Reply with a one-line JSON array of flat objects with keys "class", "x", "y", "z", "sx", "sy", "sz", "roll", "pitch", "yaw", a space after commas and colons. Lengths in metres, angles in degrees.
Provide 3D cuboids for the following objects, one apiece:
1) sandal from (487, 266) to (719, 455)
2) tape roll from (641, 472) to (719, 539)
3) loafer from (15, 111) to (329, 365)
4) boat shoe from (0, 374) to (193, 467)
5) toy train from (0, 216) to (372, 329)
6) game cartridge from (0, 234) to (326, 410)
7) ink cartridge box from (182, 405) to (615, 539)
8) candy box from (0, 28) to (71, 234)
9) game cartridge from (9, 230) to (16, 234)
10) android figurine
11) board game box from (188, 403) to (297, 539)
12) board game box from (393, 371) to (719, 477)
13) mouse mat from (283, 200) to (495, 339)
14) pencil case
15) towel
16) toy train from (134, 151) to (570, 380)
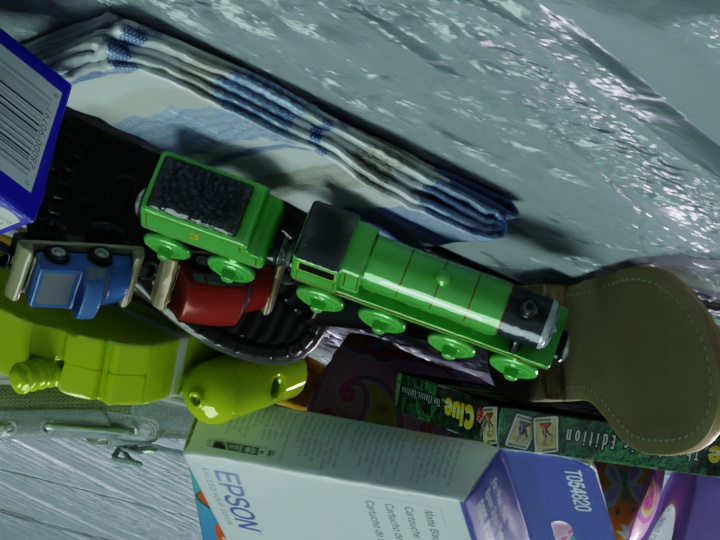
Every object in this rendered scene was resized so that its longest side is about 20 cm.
[{"class": "sandal", "x": 0.132, "y": 0.037, "z": 1.283, "sx": 0.069, "sy": 0.078, "sz": 0.212, "roll": 3, "pitch": -178, "yaw": -24}, {"class": "tape roll", "x": 0.175, "y": 0.199, "z": 1.577, "sx": 0.065, "sy": 0.201, "sz": 0.200, "roll": 20, "pitch": 168, "yaw": -1}, {"class": "loafer", "x": -0.100, "y": -0.024, "z": 1.363, "sx": 0.200, "sy": 0.073, "sz": 0.071, "roll": 32, "pitch": 175, "yaw": -17}, {"class": "boat shoe", "x": -0.154, "y": 0.064, "z": 1.475, "sx": 0.201, "sy": 0.065, "sz": 0.074, "roll": 7, "pitch": -162, "yaw": -29}, {"class": "toy train", "x": -0.067, "y": 0.005, "z": 1.309, "sx": 0.199, "sy": 0.046, "sz": 0.034, "roll": 4, "pitch": 130, "yaw": -22}, {"class": "game cartridge", "x": -0.108, "y": 0.031, "z": 1.638, "sx": 0.176, "sy": 0.033, "sz": 0.200, "roll": 19, "pitch": 173, "yaw": 24}, {"class": "ink cartridge box", "x": 0.029, "y": 0.139, "z": 1.466, "sx": 0.199, "sy": 0.041, "sz": 0.200, "roll": 7, "pitch": 150, "yaw": 18}, {"class": "candy box", "x": -0.247, "y": -0.065, "z": 1.186, "sx": 0.200, "sy": 0.077, "sz": 0.169, "roll": -18, "pitch": 136, "yaw": 41}, {"class": "game cartridge", "x": -0.213, "y": -0.066, "z": 1.423, "sx": 0.200, "sy": 0.041, "sz": 0.133, "roll": 27, "pitch": 170, "yaw": -33}, {"class": "android figurine", "x": -0.118, "y": 0.026, "z": 1.426, "sx": 0.182, "sy": 0.041, "sz": 0.200, "roll": 21, "pitch": -160, "yaw": 29}, {"class": "board game box", "x": -0.011, "y": 0.146, "z": 1.597, "sx": 0.152, "sy": 0.045, "sz": 0.200, "roll": 16, "pitch": 151, "yaw": 12}, {"class": "board game box", "x": 0.126, "y": 0.078, "z": 1.404, "sx": 0.199, "sy": 0.024, "sz": 0.105, "roll": 10, "pitch": 180, "yaw": -27}, {"class": "mouse mat", "x": 0.000, "y": 0.000, "z": 1.444, "sx": 0.161, "sy": 0.008, "sz": 0.200, "roll": 24, "pitch": 167, "yaw": -19}, {"class": "pencil case", "x": 0.067, "y": 0.101, "z": 1.594, "sx": 0.199, "sy": 0.088, "sz": 0.087, "roll": 19, "pitch": 168, "yaw": 6}, {"class": "towel", "x": -0.047, "y": -0.053, "z": 1.239, "sx": 0.200, "sy": 0.024, "sz": 0.147, "roll": 25, "pitch": 168, "yaw": -22}, {"class": "toy train", "x": -0.003, "y": -0.003, "z": 1.262, "sx": 0.199, "sy": 0.042, "sz": 0.056, "roll": 19, "pitch": 161, "yaw": 2}]
